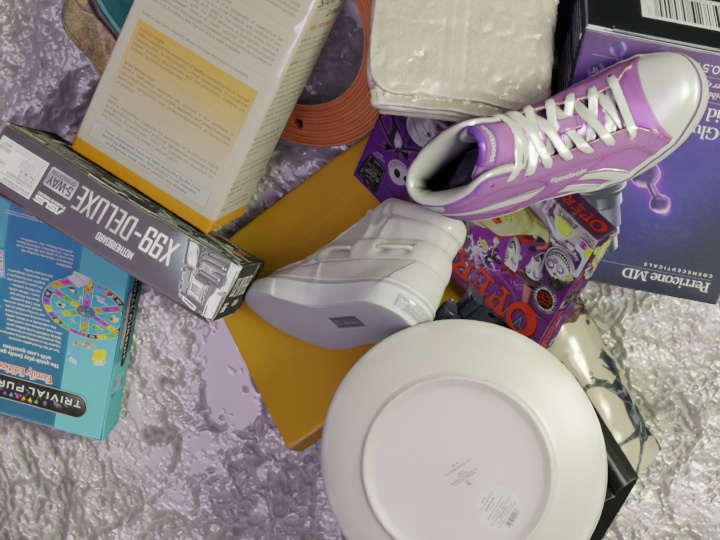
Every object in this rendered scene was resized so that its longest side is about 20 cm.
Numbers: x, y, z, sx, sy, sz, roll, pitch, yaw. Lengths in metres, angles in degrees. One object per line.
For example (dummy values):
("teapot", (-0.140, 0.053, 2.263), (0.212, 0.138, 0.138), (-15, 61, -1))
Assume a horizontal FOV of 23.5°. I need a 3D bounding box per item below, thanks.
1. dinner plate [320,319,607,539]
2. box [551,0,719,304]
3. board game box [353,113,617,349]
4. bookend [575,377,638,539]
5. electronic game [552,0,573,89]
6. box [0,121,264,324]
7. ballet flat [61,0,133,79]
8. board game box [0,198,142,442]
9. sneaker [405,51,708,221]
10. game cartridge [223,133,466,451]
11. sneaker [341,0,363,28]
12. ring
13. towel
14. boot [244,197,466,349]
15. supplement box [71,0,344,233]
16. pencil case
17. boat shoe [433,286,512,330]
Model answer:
("dinner plate", (0.067, 0.134, 1.170), (0.198, 0.024, 0.202), (2, 101, 12))
("box", (0.206, -0.094, 1.225), (0.147, 0.105, 0.201), (9, 123, 0))
("board game box", (0.084, -0.049, 1.229), (0.200, 0.032, 0.121), (46, 139, 23))
("bookend", (0.073, 0.196, 1.265), (0.092, 0.199, 0.199), (59, 154, 27))
("electronic game", (0.152, -0.207, 1.267), (0.198, 0.042, 0.202), (1, 109, 3))
("box", (-0.172, -0.036, 1.275), (0.199, 0.158, 0.050), (31, 92, 1))
("ballet flat", (-0.163, -0.140, 1.343), (0.070, 0.071, 0.201), (-33, 98, 18))
("board game box", (-0.259, 0.023, 1.413), (0.150, 0.047, 0.202), (15, 108, 6))
("sneaker", (0.122, -0.082, 1.104), (0.199, 0.114, 0.073), (-27, 78, 20))
("game cartridge", (-0.012, 0.013, 1.332), (0.199, 0.032, 0.177), (-35, 69, 18))
("sneaker", (0.000, -0.224, 1.288), (0.080, 0.070, 0.201), (-19, 106, 40))
("ring", (-0.049, -0.186, 1.287), (0.199, 0.019, 0.202), (18, 126, 26))
("towel", (0.076, -0.199, 1.198), (0.131, 0.034, 0.202), (8, 80, -1))
("boot", (0.000, 0.000, 1.264), (0.199, 0.096, 0.074), (1, 144, 51))
("supplement box", (-0.107, -0.147, 1.244), (0.125, 0.073, 0.201), (32, 111, 10))
("pencil case", (0.154, 0.085, 1.334), (0.089, 0.078, 0.201), (-25, 100, 29))
("boat shoe", (0.052, 0.093, 1.267), (0.093, 0.074, 0.200), (54, 131, 12))
